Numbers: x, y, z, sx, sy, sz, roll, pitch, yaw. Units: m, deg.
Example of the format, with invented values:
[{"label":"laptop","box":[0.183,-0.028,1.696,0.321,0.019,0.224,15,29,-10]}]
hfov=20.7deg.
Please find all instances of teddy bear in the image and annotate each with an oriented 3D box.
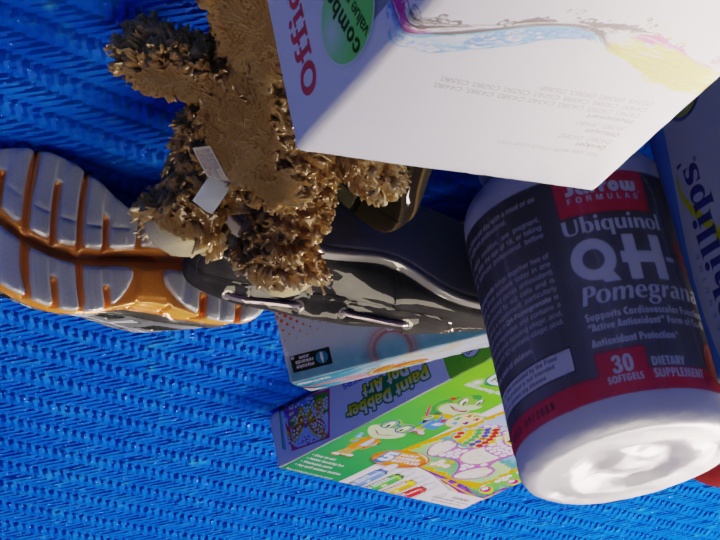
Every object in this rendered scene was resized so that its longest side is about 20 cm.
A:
[{"label":"teddy bear","box":[-0.043,-0.069,0.895,0.145,0.067,0.200,12,130,19]}]

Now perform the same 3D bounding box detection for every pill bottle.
[{"label":"pill bottle","box":[0.113,0.007,0.992,0.111,0.200,0.111,-9,154,-5]}]

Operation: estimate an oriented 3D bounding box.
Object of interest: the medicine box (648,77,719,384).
[{"label":"medicine box","box":[0.256,-0.043,0.970,0.200,0.182,0.103,3,150,-27]}]

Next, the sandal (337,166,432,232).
[{"label":"sandal","box":[0.021,-0.086,0.935,0.055,0.082,0.200,-28,158,-27]}]

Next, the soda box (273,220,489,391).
[{"label":"soda box","box":[0.053,0.012,1.115,0.200,0.069,0.064,-14,171,7]}]

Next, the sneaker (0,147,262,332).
[{"label":"sneaker","box":[-0.143,-0.005,1.016,0.200,0.078,0.077,19,159,-36]}]

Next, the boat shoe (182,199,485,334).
[{"label":"boat shoe","box":[0.000,0.000,1.035,0.200,0.067,0.057,15,131,-28]}]

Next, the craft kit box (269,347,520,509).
[{"label":"craft kit box","box":[0.077,0.096,1.335,0.197,0.049,0.200,-33,147,32]}]

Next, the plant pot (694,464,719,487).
[{"label":"plant pot","box":[0.265,0.037,1.126,0.182,0.201,0.200,3,151,-11]}]

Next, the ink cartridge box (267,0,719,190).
[{"label":"ink cartridge box","box":[0.070,-0.146,0.733,0.146,0.147,0.200,5,149,-31]}]
